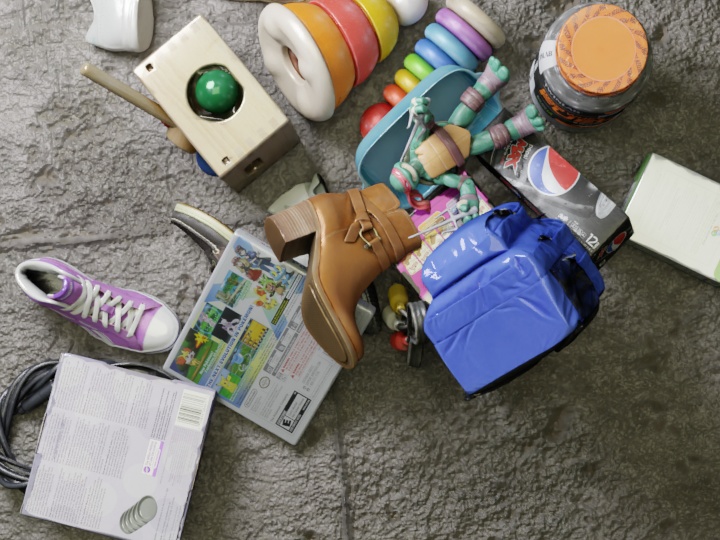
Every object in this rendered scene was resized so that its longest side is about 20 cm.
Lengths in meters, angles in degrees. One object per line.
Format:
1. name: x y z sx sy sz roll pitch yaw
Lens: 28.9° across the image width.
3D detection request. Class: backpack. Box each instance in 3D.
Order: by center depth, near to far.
1. backpack: 0.168 0.015 1.485 0.162 0.200 0.168 -28 89 27

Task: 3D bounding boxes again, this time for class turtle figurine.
1. turtle figurine: 0.098 -0.136 1.545 0.200 0.101 0.150 -39 111 -6

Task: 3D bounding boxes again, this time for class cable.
1. cable: 0.050 0.070 1.556 0.050 0.200 0.098 -3 95 1
2. cable: -0.349 0.182 1.635 0.199 0.051 0.164 2 87 2

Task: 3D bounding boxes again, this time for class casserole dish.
1. casserole dish: 0.074 -0.157 1.611 0.200 0.121 0.039 -45 45 7

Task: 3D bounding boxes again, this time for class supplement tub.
1. supplement tub: 0.257 -0.227 1.562 0.122 0.200 0.123 0 87 2

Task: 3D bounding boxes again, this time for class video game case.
1. video game case: -0.107 0.079 1.605 0.182 0.022 0.200 30 113 -1

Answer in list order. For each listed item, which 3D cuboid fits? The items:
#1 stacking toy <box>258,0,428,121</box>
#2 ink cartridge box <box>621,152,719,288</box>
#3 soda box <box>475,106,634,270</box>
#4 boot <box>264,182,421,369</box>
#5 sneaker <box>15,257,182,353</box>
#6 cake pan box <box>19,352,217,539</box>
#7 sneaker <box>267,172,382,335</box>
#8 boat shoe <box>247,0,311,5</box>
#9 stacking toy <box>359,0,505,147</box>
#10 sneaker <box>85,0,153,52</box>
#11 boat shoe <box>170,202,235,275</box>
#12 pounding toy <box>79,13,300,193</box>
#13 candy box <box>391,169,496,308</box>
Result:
1. stacking toy: -0.006 -0.276 1.629 0.200 0.146 0.146 -30 86 -19
2. ink cartridge box: 0.401 -0.046 1.618 0.199 0.059 0.104 26 90 3
3. soda box: 0.217 -0.094 1.593 0.063 0.071 0.200 -46 69 1
4. boot: 0.000 0.000 1.544 0.155 0.077 0.200 -18 65 -25
5. sneaker: -0.306 0.043 1.610 0.200 0.114 0.073 21 86 1
6. cake pan box: -0.272 0.203 1.591 0.184 0.052 0.201 13 82 -2
7. sneaker: -0.042 -0.005 1.629 0.088 0.074 0.200 -27 79 5
8. boat shoe: -0.094 -0.349 1.644 0.199 0.069 0.074 -1 87 2
9. stacking toy: 0.077 -0.222 1.633 0.085 0.085 0.200 40 95 3
10. sneaker: -0.291 -0.361 1.655 0.088 0.075 0.201 5 88 14
11. boat shoe: -0.145 -0.003 1.627 0.200 0.073 0.065 36 84 3
12. pounding toy: -0.185 -0.185 1.574 0.142 0.200 0.184 -40 86 0
13. candy box: 0.131 0.004 1.624 0.136 0.061 0.200 -39 86 0
